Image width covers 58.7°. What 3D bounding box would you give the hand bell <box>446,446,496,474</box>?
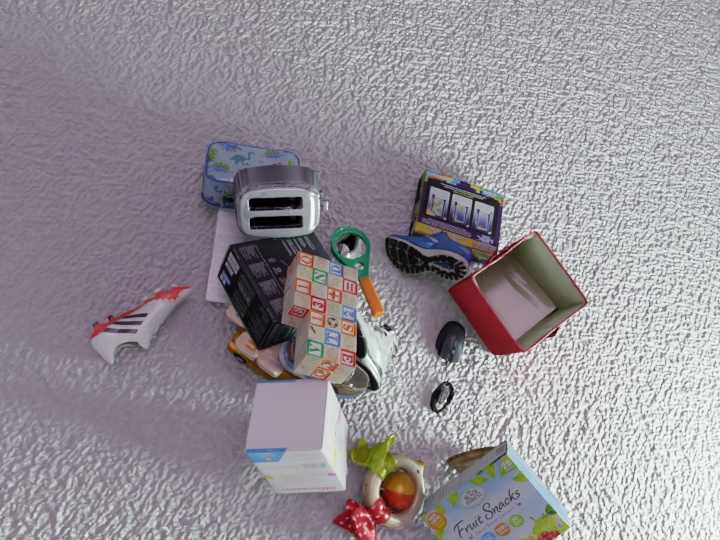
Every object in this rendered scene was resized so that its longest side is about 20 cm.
[{"bbox_3d":[0.236,0.443,1.196,0.103,0.104,0.202,-11,83,-20],"label":"hand bell"}]

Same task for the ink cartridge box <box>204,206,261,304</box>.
[{"bbox_3d":[-0.219,-0.019,1.287,0.161,0.050,0.202,9,71,-13],"label":"ink cartridge box"}]

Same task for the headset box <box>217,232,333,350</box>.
[{"bbox_3d":[-0.131,0.028,1.182,0.199,0.093,0.175,-16,62,-39],"label":"headset box"}]

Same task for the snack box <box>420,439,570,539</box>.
[{"bbox_3d":[0.235,0.428,1.128,0.200,0.068,0.169,-41,89,14],"label":"snack box"}]

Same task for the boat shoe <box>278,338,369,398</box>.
[{"bbox_3d":[-0.048,0.174,1.128,0.199,0.072,0.073,27,53,-37],"label":"boat shoe"}]

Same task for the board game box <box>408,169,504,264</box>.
[{"bbox_3d":[0.217,-0.119,1.442,0.199,0.057,0.166,17,65,-8],"label":"board game box"}]

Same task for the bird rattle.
[{"bbox_3d":[0.049,0.398,1.147,0.162,0.112,0.202,17,65,-26],"label":"bird rattle"}]

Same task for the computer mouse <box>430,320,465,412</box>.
[{"bbox_3d":[0.179,0.193,1.306,0.058,0.034,0.201,18,64,-9],"label":"computer mouse"}]

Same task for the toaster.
[{"bbox_3d":[-0.163,-0.129,1.194,0.198,0.115,0.129,-2,24,-11],"label":"toaster"}]

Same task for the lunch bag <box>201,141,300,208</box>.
[{"bbox_3d":[-0.222,-0.192,1.319,0.198,0.083,0.161,6,43,-14],"label":"lunch bag"}]

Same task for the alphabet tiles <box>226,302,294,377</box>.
[{"bbox_3d":[-0.143,0.104,1.187,0.195,0.015,0.200,36,43,2],"label":"alphabet tiles"}]

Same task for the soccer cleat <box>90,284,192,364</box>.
[{"bbox_3d":[-0.392,0.096,1.174,0.199,0.069,0.086,-30,86,-22],"label":"soccer cleat"}]

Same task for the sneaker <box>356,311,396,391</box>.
[{"bbox_3d":[0.009,0.123,1.226,0.075,0.202,0.116,4,40,29],"label":"sneaker"}]

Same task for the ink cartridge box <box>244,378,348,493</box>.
[{"bbox_3d":[-0.098,0.289,1.089,0.127,0.201,0.126,-4,51,9],"label":"ink cartridge box"}]

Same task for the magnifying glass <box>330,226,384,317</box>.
[{"bbox_3d":[0.000,0.000,1.250,0.079,0.022,0.201,-14,62,-19],"label":"magnifying glass"}]

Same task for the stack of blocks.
[{"bbox_3d":[-0.069,0.076,1.069,0.114,0.059,0.201,17,48,-20],"label":"stack of blocks"}]

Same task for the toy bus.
[{"bbox_3d":[-0.151,0.173,1.197,0.199,0.078,0.065,36,62,2],"label":"toy bus"}]

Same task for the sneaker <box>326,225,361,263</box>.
[{"bbox_3d":[-0.056,-0.010,1.305,0.075,0.081,0.201,30,64,-3],"label":"sneaker"}]

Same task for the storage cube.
[{"bbox_3d":[0.311,0.054,1.295,0.170,0.180,0.201,-35,87,-11],"label":"storage cube"}]

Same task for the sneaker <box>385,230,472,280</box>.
[{"bbox_3d":[0.145,-0.039,1.356,0.199,0.079,0.089,16,39,25],"label":"sneaker"}]
